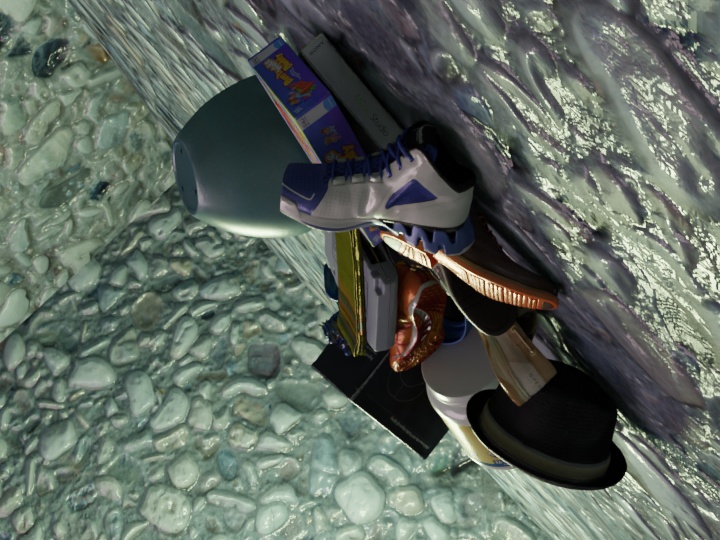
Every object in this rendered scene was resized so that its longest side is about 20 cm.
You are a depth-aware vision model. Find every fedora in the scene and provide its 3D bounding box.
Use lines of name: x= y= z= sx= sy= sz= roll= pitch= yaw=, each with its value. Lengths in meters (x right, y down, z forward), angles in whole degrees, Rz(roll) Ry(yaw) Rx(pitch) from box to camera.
fedora: x=0.225 y=0.165 z=1.318 sx=0.197 sy=0.093 sz=0.201 roll=14 pitch=-157 yaw=-6

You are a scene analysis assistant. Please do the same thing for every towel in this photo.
towel: x=-0.018 y=0.005 z=1.433 sx=0.086 sy=0.018 sz=0.203 roll=-126 pitch=28 yaw=-53

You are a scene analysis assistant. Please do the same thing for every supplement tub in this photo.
supplement tub: x=0.175 y=0.170 z=1.566 sx=0.144 sy=0.145 sz=0.201 roll=41 pitch=171 yaw=43

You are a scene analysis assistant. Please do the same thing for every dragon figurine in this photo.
dragon figurine: x=-0.018 y=0.019 z=1.617 sx=0.059 sy=0.098 sz=0.203 roll=47 pitch=-152 yaw=-56

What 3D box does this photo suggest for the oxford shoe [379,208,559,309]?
oxford shoe: x=0.121 y=-0.024 z=1.168 sx=0.198 sy=0.074 sz=0.071 roll=27 pitch=169 yaw=10

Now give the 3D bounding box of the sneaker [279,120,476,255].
sneaker: x=0.026 y=-0.095 z=1.100 sx=0.196 sy=0.116 sz=0.081 roll=12 pitch=-143 yaw=-2

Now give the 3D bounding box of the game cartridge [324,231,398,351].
game cartridge: x=0.000 y=0.000 z=1.461 sx=0.201 sy=0.040 sz=0.135 roll=-118 pitch=25 yaw=-43

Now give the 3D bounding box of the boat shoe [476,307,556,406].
boat shoe: x=0.174 y=0.066 z=1.308 sx=0.074 sy=0.069 sz=0.201 roll=49 pitch=-165 yaw=-42

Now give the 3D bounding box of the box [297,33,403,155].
box: x=-0.022 y=-0.184 z=1.276 sx=0.145 sy=0.036 sz=0.200 roll=49 pitch=172 yaw=-7

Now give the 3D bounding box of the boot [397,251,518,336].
boot: x=0.098 y=-0.016 z=1.301 sx=0.201 sy=0.073 sz=0.151 roll=52 pitch=172 yaw=-3

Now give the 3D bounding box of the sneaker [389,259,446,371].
sneaker: x=0.067 y=0.057 z=1.456 sx=0.078 sy=0.072 sz=0.201 roll=55 pitch=152 yaw=32

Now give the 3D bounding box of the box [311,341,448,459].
box: x=0.072 y=0.133 z=1.663 sx=0.200 sy=0.197 sz=0.124 roll=43 pitch=173 yaw=-39

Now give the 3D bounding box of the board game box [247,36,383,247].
board game box: x=-0.035 y=-0.136 z=1.211 sx=0.135 sy=0.045 sz=0.201 roll=53 pitch=177 yaw=47

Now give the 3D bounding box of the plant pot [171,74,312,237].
plant pot: x=-0.150 y=-0.127 z=1.372 sx=0.200 sy=0.133 sz=0.203 roll=46 pitch=144 yaw=48

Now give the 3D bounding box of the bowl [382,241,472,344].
bowl: x=0.077 y=0.004 z=1.479 sx=0.200 sy=0.039 sz=0.202 roll=40 pitch=154 yaw=24
